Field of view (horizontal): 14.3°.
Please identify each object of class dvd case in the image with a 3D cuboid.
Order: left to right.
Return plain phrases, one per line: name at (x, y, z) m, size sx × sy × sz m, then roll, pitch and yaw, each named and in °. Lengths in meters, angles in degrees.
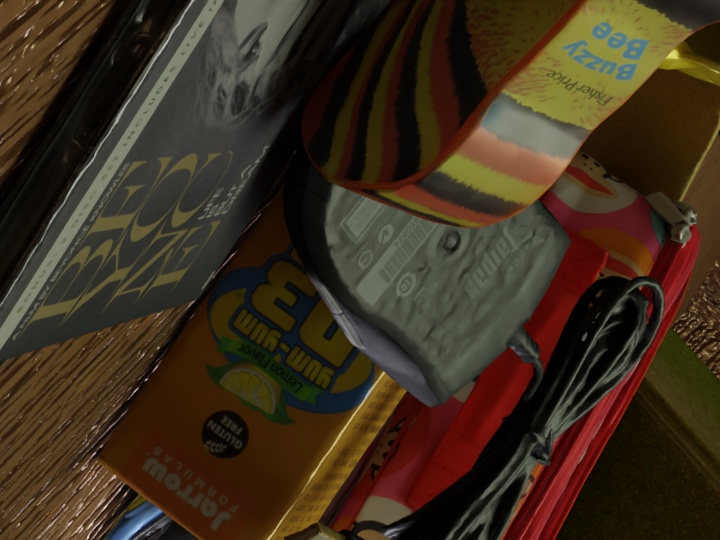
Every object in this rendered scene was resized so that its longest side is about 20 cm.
dvd case at (-0.033, -0.047, 0.726) m, size 0.149 × 0.016 × 0.200 m, roll -56°, pitch 171°, yaw 11°

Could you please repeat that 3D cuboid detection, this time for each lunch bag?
lunch bag at (0.046, 0.055, 1.047) m, size 0.201 × 0.082 × 0.176 m, roll -58°, pitch 178°, yaw -21°

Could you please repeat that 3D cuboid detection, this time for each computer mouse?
computer mouse at (0.007, 0.020, 0.861) m, size 0.141 × 0.046 × 0.200 m, roll -54°, pitch 144°, yaw -5°

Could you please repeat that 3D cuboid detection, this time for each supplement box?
supplement box at (0.000, 0.000, 0.928) m, size 0.201 × 0.066 × 0.069 m, roll -56°, pitch 172°, yaw 4°

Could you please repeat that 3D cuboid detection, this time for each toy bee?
toy bee at (0.060, -0.082, 0.701) m, size 0.130 × 0.109 × 0.201 m, roll -1°, pitch 125°, yaw -26°

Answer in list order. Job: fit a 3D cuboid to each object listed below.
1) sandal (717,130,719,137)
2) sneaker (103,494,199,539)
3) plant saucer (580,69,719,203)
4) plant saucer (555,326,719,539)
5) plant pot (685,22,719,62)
sandal at (0.185, -0.104, 0.993) m, size 0.200 × 0.087 × 0.080 m, roll -42°, pitch -164°, yaw 44°
sneaker at (-0.062, 0.130, 1.027) m, size 0.200 × 0.083 × 0.071 m, roll -60°, pitch 170°, yaw 27°
plant saucer at (0.124, -0.111, 1.116) m, size 0.200 × 0.048 × 0.201 m, roll 108°, pitch 0°, yaw -65°
plant saucer at (0.084, 0.120, 1.134) m, size 0.199 × 0.200 × 0.048 m, roll -37°, pitch 144°, yaw -4°
plant pot at (0.161, -0.155, 0.849) m, size 0.142 × 0.199 × 0.200 m, roll -63°, pitch 176°, yaw -25°
